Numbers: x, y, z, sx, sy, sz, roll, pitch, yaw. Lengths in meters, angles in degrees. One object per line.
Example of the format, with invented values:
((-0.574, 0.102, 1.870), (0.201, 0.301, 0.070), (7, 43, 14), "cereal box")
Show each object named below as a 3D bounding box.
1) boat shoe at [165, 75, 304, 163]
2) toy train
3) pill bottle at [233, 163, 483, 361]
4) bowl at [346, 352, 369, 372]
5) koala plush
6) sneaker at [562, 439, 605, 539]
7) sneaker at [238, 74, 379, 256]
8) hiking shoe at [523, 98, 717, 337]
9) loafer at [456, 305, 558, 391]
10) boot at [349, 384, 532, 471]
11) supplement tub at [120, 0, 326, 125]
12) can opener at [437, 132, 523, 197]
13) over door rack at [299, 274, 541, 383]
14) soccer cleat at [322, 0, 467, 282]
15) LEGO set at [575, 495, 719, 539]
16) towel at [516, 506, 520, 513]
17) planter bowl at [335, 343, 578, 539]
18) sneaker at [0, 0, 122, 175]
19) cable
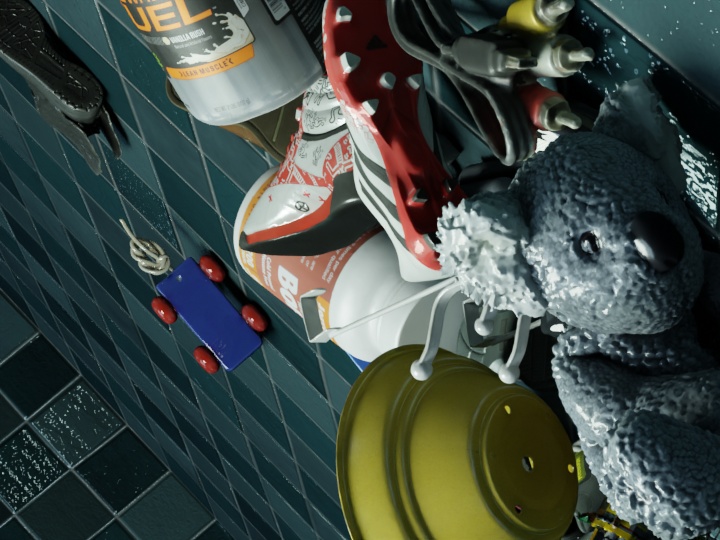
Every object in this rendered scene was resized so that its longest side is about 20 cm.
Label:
((-0.054, -0.120, 1.563), (0.200, 0.072, 0.068), (30, -174, 34), "boat shoe")
((-0.184, 0.021, 2.256), (0.200, 0.085, 0.116), (49, 178, 5), "toy train")
((0.000, 0.000, 1.582), (0.200, 0.112, 0.112), (36, 160, 43), "pill bottle")
((0.034, 0.063, 1.779), (0.201, 0.039, 0.201), (46, 164, 17), "bowl")
((0.143, 0.014, 1.082), (0.200, 0.177, 0.184), (53, 167, -4), "koala plush")
((0.165, 0.171, 1.569), (0.074, 0.085, 0.200), (47, 165, 14), "sneaker")
((-0.026, -0.078, 1.462), (0.201, 0.067, 0.108), (-25, 64, 61), "sneaker")
((0.135, -0.011, 1.187), (0.200, 0.101, 0.076), (50, 164, 1), "hiking shoe")
((0.133, 0.050, 1.445), (0.063, 0.072, 0.200), (8, 176, -21), "loafer")
((0.068, 0.123, 1.605), (0.130, 0.068, 0.200), (-1, 159, 19), "boot")
((-0.106, -0.207, 1.374), (0.122, 0.122, 0.200), (26, 152, 57), "supplement tub")
((0.062, -0.061, 1.372), (0.067, 0.053, 0.200), (53, 163, -10), "can opener")
((0.077, 0.039, 1.310), (0.200, 0.147, 0.067), (-8, 80, 56), "over door rack")
((0.017, -0.086, 1.324), (0.200, 0.068, 0.085), (68, 155, 8), "soccer cleat")
((0.213, 0.229, 1.384), (0.200, 0.116, 0.154), (30, 171, -4), "LEGO set")
((0.122, 0.195, 1.756), (0.144, 0.023, 0.200), (30, 177, -25), "towel")
((0.084, 0.135, 1.363), (0.083, 0.200, 0.201), (-22, 111, 41), "planter bowl")
((-0.323, -0.195, 2.155), (0.200, 0.060, 0.104), (45, 160, 6), "sneaker")
((0.073, -0.120, 1.195), (0.200, 0.050, 0.097), (-146, 50, -65), "cable")
